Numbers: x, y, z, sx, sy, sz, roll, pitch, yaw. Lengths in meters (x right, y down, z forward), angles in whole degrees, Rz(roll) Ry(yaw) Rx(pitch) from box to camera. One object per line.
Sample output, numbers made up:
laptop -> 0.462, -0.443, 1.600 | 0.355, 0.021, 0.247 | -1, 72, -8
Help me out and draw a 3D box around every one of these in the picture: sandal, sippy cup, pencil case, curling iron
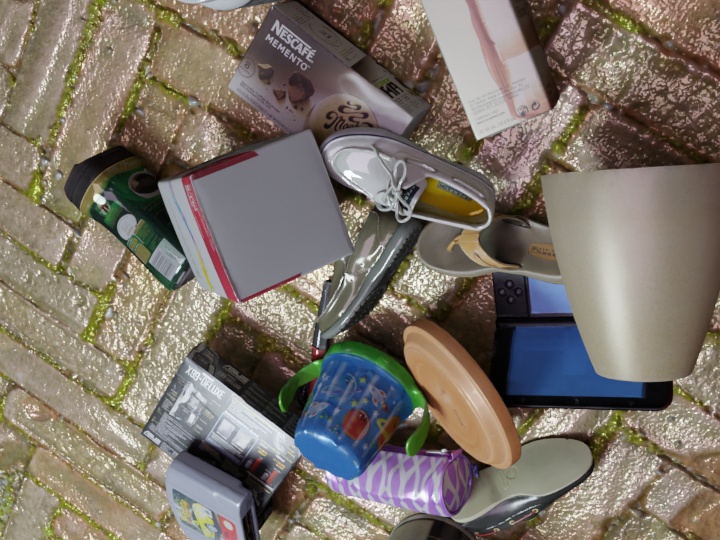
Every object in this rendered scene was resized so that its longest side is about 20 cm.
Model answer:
sandal -> 0.155, -0.029, 0.920 | 0.198, 0.054, 0.081 | 9, 83, 25
sippy cup -> -0.013, 0.180, 1.025 | 0.140, 0.131, 0.177 | 46, 145, -16
pencil case -> 0.047, 0.261, 1.067 | 0.199, 0.084, 0.086 | -1, 109, 34
curling iron -> -0.064, 0.104, 1.100 | 0.049, 0.026, 0.201 | 20, 116, 10

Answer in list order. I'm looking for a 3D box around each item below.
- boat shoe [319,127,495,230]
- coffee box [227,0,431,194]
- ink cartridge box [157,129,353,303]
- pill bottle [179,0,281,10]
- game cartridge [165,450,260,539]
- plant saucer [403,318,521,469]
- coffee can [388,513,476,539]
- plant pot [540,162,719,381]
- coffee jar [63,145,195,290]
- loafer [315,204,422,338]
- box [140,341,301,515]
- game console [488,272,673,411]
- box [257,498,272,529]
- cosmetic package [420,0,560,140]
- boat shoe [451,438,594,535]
boat shoe -> 0.049, -0.086, 0.874 | 0.200, 0.086, 0.075 | 21, 121, -7
coffee box -> -0.036, -0.200, 0.941 | 0.200, 0.080, 0.113 | 40, 119, 2
ink cartridge box -> -0.126, -0.064, 0.942 | 0.200, 0.145, 0.146 | 8, 121, 66
pill bottle -> -0.129, -0.334, 0.858 | 0.115, 0.200, 0.117 | 7, 113, 18
game cartridge -> -0.201, 0.330, 1.124 | 0.132, 0.041, 0.201 | 25, 139, 23
plant saucer -> 0.111, 0.149, 0.970 | 0.032, 0.200, 0.201 | -33, 97, -15
coffee can -> 0.074, 0.438, 1.077 | 0.145, 0.200, 0.148 | 7, 113, 18
plant pot -> 0.274, 0.001, 0.811 | 0.186, 0.187, 0.202 | -1, 95, 21
coffee jar -> -0.282, -0.072, 1.073 | 0.200, 0.104, 0.085 | 41, 122, 3
loafer -> 0.000, 0.000, 1.018 | 0.070, 0.075, 0.201 | 42, 115, 15
box -> -0.179, 0.216, 1.107 | 0.199, 0.050, 0.158 | 36, 117, 4
game console -> 0.237, 0.049, 0.910 | 0.198, 0.119, 0.174 | -2, 109, 21
box -> -0.192, 0.273, 1.197 | 0.116, 0.060, 0.202 | 9, 113, 17
cosmetic package -> 0.128, -0.249, 0.847 | 0.087, 0.103, 0.201 | -20, 104, 25
boat shoe -> 0.206, 0.273, 1.043 | 0.201, 0.074, 0.063 | -31, 128, 20
